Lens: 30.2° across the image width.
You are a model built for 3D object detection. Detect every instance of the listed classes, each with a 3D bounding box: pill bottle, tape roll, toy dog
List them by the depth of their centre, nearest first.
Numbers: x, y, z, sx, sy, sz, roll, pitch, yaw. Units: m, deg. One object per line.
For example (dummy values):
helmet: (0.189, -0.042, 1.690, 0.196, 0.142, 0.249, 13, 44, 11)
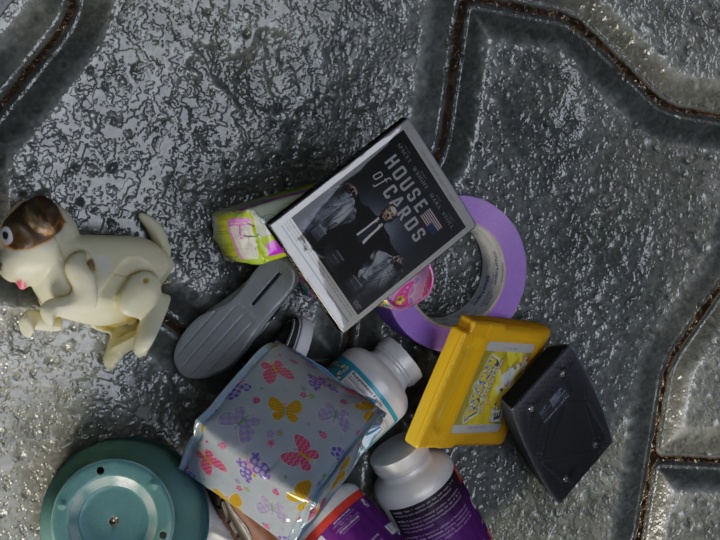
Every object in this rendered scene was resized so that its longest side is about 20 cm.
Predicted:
toy dog: (-0.317, -0.006, 1.514, 0.199, 0.139, 0.195, 30, 73, -22)
pill bottle: (0.015, 0.368, 1.654, 0.112, 0.113, 0.200, -43, 78, -10)
pill bottle: (-0.018, 0.173, 1.667, 0.200, 0.111, 0.111, -41, 110, -12)
tape roll: (0.111, 0.001, 1.719, 0.199, 0.066, 0.201, -3, 98, -21)
pill bottle: (0.090, 0.310, 1.728, 0.112, 0.112, 0.201, -32, 108, -14)

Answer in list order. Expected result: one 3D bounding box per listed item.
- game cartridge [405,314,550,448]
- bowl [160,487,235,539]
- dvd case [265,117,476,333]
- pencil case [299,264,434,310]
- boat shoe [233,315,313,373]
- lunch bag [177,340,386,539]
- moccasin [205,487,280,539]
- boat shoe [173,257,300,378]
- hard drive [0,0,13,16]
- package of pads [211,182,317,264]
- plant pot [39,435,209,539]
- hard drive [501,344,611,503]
game cartridge: (0.153, 0.144, 1.706, 0.200, 0.032, 0.177, 6, 109, -54)
bowl: (-0.185, 0.393, 1.654, 0.200, 0.075, 0.200, 40, 84, -21)
dvd case: (0.014, -0.051, 1.476, 0.200, 0.025, 0.151, -38, 107, -13)
pencil case: (0.000, 0.000, 1.601, 0.087, 0.200, 0.088, -4, 97, -34)
boat shoe: (-0.132, 0.137, 1.645, 0.066, 0.070, 0.201, 31, 93, -24)
lunch bag: (-0.083, 0.189, 1.539, 0.169, 0.127, 0.200, 32, 47, 7)
moccasin: (-0.127, 0.284, 1.604, 0.078, 0.074, 0.202, -29, 84, -22)
boat shoe: (-0.140, 0.059, 1.622, 0.200, 0.071, 0.072, -41, 83, 12)
hard drive: (-0.480, -0.332, 1.451, 0.200, 0.042, 0.135, 39, 83, -22)
package of pads: (-0.082, -0.057, 1.561, 0.154, 0.200, 0.069, -17, 97, -17)
plant pot: (-0.273, 0.281, 1.507, 0.199, 0.188, 0.201, 1, 79, -5)
hard drive: (0.259, 0.201, 1.774, 0.135, 0.042, 0.200, -45, 129, -20)
